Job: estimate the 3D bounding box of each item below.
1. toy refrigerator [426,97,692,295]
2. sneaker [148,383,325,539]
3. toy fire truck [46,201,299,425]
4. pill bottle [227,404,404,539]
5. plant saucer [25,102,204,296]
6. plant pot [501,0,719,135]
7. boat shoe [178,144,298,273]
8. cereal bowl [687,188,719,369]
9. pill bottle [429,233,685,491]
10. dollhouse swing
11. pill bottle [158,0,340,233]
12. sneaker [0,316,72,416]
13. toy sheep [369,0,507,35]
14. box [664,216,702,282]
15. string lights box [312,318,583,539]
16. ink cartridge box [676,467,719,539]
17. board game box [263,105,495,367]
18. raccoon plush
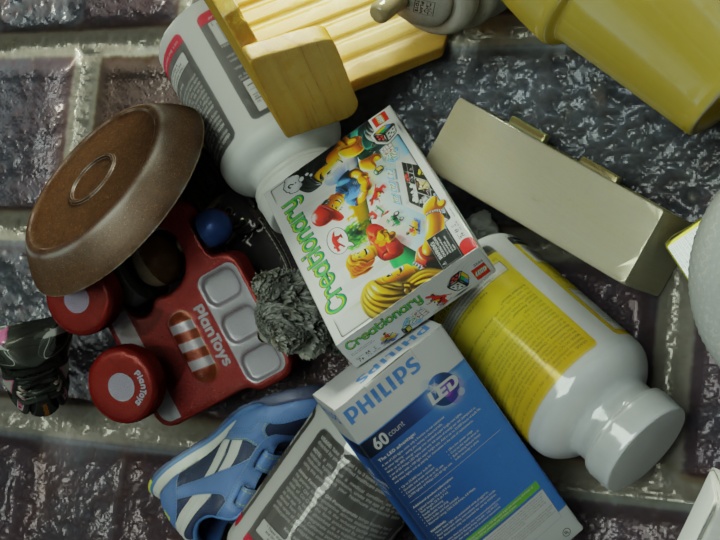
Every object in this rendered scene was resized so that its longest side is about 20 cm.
[{"bbox_3d":[0.155,-0.061,1.309,0.200,0.076,0.070,32,99,31],"label":"toy refrigerator"},{"bbox_3d":[-0.090,0.165,1.422,0.200,0.074,0.082,-40,64,28],"label":"sneaker"},{"bbox_3d":[-0.159,0.028,1.439,0.168,0.112,0.200,-27,87,21],"label":"toy fire truck"},{"bbox_3d":[-0.008,0.166,1.338,0.111,0.111,0.200,42,103,29],"label":"pill bottle"},{"bbox_3d":[-0.214,-0.068,1.406,0.200,0.034,0.200,-33,32,24],"label":"plant saucer"},{"bbox_3d":[0.227,-0.210,1.232,0.201,0.201,0.189,-43,78,18],"label":"plant pot"},{"bbox_3d":[-0.118,-0.044,1.473,0.072,0.065,0.200,-45,62,22],"label":"boat shoe"},{"bbox_3d":[0.315,0.006,1.144,0.200,0.083,0.200,1,92,25],"label":"cereal bowl"},{"bbox_3d":[0.144,0.070,1.271,0.200,0.112,0.112,44,104,29],"label":"pill bottle"},{"bbox_3d":[-0.040,-0.244,1.362,0.176,0.182,0.200,-29,65,-2],"label":"dollhouse swing"},{"bbox_3d":[-0.085,-0.133,1.442,0.111,0.111,0.200,-39,64,20],"label":"pill bottle"},{"bbox_3d":[-0.286,0.087,1.506,0.080,0.200,0.086,-12,88,-6],"label":"sneaker"},{"bbox_3d":[0.069,-0.254,1.341,0.138,0.138,0.200,27,58,31],"label":"toy sheep"},{"bbox_3d":[0.333,-0.029,1.206,0.200,0.048,0.117,-37,75,23],"label":"box"},{"bbox_3d":[0.066,0.143,1.252,0.103,0.059,0.200,-38,106,-9],"label":"string lights box"},{"bbox_3d":[0.297,0.241,1.117,0.200,0.086,0.147,25,100,5],"label":"ink cartridge box"},{"bbox_3d":[0.010,-0.030,1.286,0.126,0.035,0.200,-35,41,6],"label":"board game box"},{"bbox_3d":[0.000,0.000,1.355,0.200,0.134,0.097,-47,62,16],"label":"raccoon plush"}]
